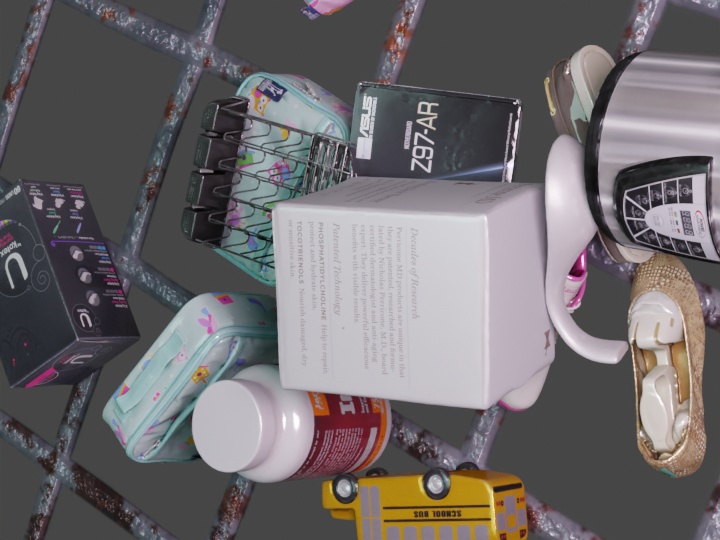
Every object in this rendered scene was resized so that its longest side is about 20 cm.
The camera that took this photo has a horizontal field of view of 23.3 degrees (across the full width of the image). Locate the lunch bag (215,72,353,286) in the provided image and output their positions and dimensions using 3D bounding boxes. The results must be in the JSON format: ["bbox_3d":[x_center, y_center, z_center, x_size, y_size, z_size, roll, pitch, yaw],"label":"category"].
[{"bbox_3d":[-0.076,-0.093,1.765,0.160,0.077,0.201,36,110,32],"label":"lunch bag"}]

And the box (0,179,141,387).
[{"bbox_3d":[-0.349,0.015,1.949,0.122,0.106,0.201,-34,70,30],"label":"box"}]

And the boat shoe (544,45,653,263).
[{"bbox_3d":[0.215,-0.099,1.575,0.059,0.071,0.202,-23,78,47],"label":"boat shoe"}]

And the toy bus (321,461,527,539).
[{"bbox_3d":[0.059,0.228,1.677,0.199,0.065,0.079,-8,86,34],"label":"toy bus"}]

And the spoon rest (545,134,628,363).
[{"bbox_3d":[0.185,-0.018,1.512,0.060,0.099,0.202,-5,104,25],"label":"spoon rest"}]

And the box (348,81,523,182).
[{"bbox_3d":[0.064,-0.070,1.653,0.159,0.044,0.202,8,91,8],"label":"box"}]

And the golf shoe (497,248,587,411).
[{"bbox_3d":[0.161,0.032,1.591,0.091,0.075,0.202,14,98,59],"label":"golf shoe"}]

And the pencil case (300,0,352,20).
[{"bbox_3d":[0.009,-0.334,1.719,0.199,0.087,0.088,-32,71,29],"label":"pencil case"}]

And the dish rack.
[{"bbox_3d":[-0.084,-0.076,1.684,0.199,0.054,0.155,19,102,33],"label":"dish rack"}]

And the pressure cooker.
[{"bbox_3d":[0.305,-0.094,1.445,0.199,0.175,0.180,10,91,34],"label":"pressure cooker"}]

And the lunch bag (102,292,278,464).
[{"bbox_3d":[-0.163,0.114,1.780,0.077,0.160,0.200,49,114,26],"label":"lunch bag"}]

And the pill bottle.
[{"bbox_3d":[-0.066,0.146,1.685,0.112,0.199,0.114,-1,88,35],"label":"pill bottle"}]

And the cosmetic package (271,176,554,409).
[{"bbox_3d":[0.050,0.013,1.519,0.198,0.167,0.168,4,103,26],"label":"cosmetic package"}]

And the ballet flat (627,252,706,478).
[{"bbox_3d":[0.267,0.081,1.532,0.070,0.065,0.202,-12,82,32],"label":"ballet flat"}]
